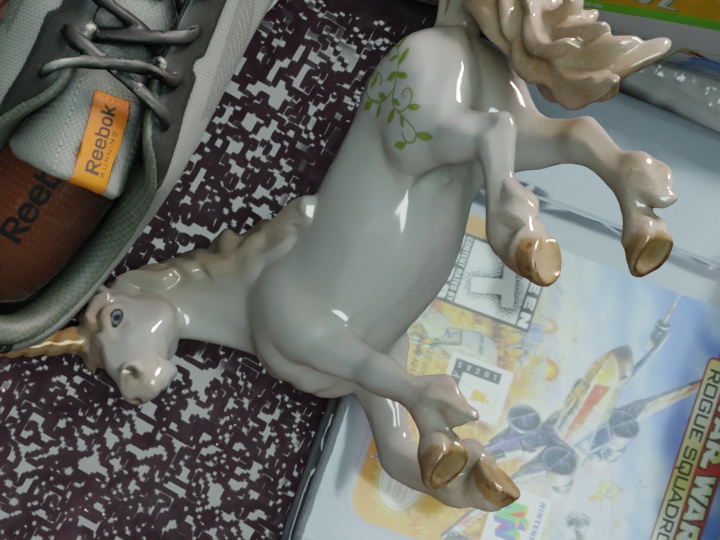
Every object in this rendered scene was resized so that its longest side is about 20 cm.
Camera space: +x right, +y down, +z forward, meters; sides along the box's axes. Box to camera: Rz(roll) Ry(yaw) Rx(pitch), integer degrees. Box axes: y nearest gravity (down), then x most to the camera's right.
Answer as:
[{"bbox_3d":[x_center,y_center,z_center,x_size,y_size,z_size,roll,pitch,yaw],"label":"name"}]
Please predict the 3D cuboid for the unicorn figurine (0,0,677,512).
[{"bbox_3d":[0.000,0.000,0.762,0.200,0.074,0.137,-49,53,4],"label":"unicorn figurine"}]

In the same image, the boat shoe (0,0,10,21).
[{"bbox_3d":[-0.144,-0.024,0.770,0.070,0.070,0.200,29,81,-1],"label":"boat shoe"}]

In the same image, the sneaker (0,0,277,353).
[{"bbox_3d":[-0.055,-0.064,0.702,0.074,0.079,0.201,23,105,-14],"label":"sneaker"}]

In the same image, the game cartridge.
[{"bbox_3d":[0.058,0.045,0.816,0.133,0.042,0.201,19,82,-3],"label":"game cartridge"}]

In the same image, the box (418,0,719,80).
[{"bbox_3d":[0.053,-0.134,0.796,0.199,0.101,0.113,14,82,-8],"label":"box"}]
